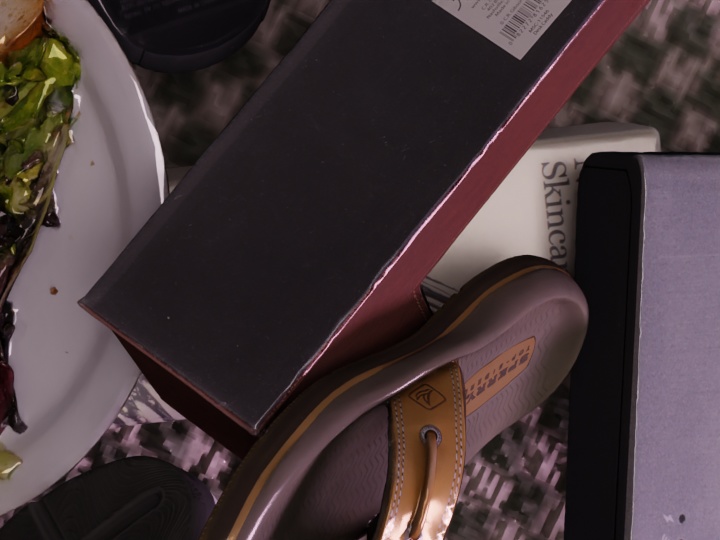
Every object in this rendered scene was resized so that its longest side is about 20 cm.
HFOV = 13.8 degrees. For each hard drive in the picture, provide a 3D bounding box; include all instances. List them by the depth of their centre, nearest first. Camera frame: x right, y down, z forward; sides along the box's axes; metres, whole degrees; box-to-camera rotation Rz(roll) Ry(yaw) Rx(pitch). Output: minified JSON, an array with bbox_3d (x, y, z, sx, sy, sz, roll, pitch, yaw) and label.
[{"bbox_3d":[0.152,0.031,0.994,0.199,0.033,0.141,-2,95,-40],"label":"hard drive"}]

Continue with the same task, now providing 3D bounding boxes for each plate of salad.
[{"bbox_3d":[-0.154,-0.015,0.933,0.199,0.048,0.201,2,96,18],"label":"plate of salad"}]

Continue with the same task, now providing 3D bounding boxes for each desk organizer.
[{"bbox_3d":[0.013,-0.033,0.904,0.072,0.077,0.200,34,77,24],"label":"desk organizer"}]

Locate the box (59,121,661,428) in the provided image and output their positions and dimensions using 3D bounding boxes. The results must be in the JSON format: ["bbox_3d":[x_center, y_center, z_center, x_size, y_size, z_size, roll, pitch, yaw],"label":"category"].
[{"bbox_3d":[0.000,0.000,0.988,0.199,0.068,0.083,-8,95,-9],"label":"box"}]

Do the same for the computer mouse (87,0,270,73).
[{"bbox_3d":[-0.063,-0.173,0.980,0.140,0.046,0.201,-27,102,-25],"label":"computer mouse"}]

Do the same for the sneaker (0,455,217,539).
[{"bbox_3d":[-0.079,0.144,0.964,0.115,0.076,0.201,16,122,-39],"label":"sneaker"}]

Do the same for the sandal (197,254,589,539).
[{"bbox_3d":[0.012,0.065,0.871,0.054,0.082,0.200,36,45,22],"label":"sandal"}]
